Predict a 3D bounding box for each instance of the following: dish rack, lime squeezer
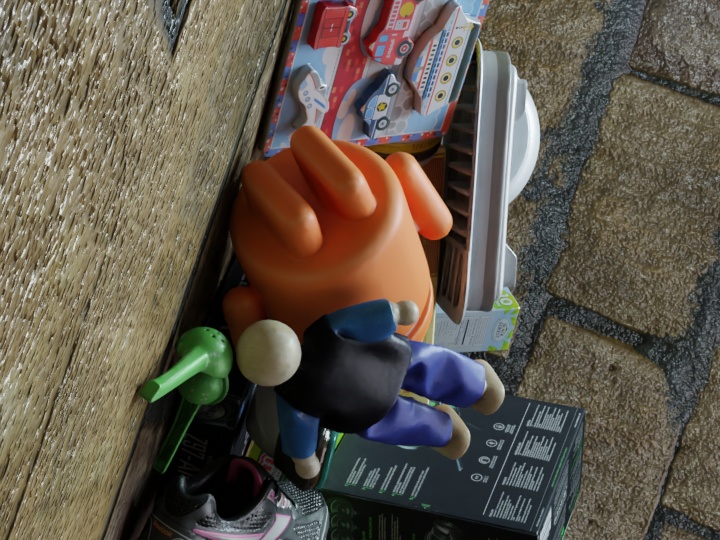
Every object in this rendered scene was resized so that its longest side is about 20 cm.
[{"bbox_3d":[0.087,-0.067,1.391,0.172,0.043,0.201,-122,-145,-82],"label":"dish rack"},{"bbox_3d":[-0.101,0.074,1.150,0.200,0.038,0.071,105,4,-72],"label":"lime squeezer"}]

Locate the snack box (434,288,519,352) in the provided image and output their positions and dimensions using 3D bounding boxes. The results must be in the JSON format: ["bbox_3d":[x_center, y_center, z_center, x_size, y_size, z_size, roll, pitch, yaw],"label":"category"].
[{"bbox_3d":[0.039,-0.003,1.703,0.200,0.141,0.053,-119,-146,-50],"label":"snack box"}]

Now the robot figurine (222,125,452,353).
[{"bbox_3d":[-0.014,-0.004,1.231,0.200,0.116,0.144,70,32,-53],"label":"robot figurine"}]

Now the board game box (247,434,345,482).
[{"bbox_3d":[-0.059,0.165,1.520,0.200,0.047,0.102,-38,151,-77],"label":"board game box"}]

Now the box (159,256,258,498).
[{"bbox_3d":[-0.095,0.087,1.363,0.201,0.043,0.161,106,3,-47],"label":"box"}]

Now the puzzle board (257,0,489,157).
[{"bbox_3d":[0.022,-0.162,1.218,0.017,0.150,0.201,51,-44,39],"label":"puzzle board"}]

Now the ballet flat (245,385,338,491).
[{"bbox_3d":[-0.042,0.102,1.325,0.200,0.068,0.068,-57,164,-78],"label":"ballet flat"}]

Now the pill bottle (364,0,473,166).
[{"bbox_3d":[0.026,-0.175,1.310,0.112,0.111,0.201,-69,177,-56],"label":"pill bottle"}]

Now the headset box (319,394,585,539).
[{"bbox_3d":[0.069,0.180,1.576,0.174,0.199,0.093,-60,155,-54],"label":"headset box"}]

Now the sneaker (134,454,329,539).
[{"bbox_3d":[-0.074,0.164,1.277,0.200,0.080,0.087,-13,129,-63],"label":"sneaker"}]

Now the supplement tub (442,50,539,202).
[{"bbox_3d":[0.073,-0.110,1.576,0.200,0.144,0.146,-46,154,-88],"label":"supplement tub"}]

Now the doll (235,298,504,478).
[{"bbox_3d":[0.000,0.074,1.193,0.137,0.199,0.048,-54,-134,15],"label":"doll"}]

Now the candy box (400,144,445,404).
[{"bbox_3d":[0.000,0.000,1.451,0.055,0.115,0.201,-125,-142,-81],"label":"candy box"}]
